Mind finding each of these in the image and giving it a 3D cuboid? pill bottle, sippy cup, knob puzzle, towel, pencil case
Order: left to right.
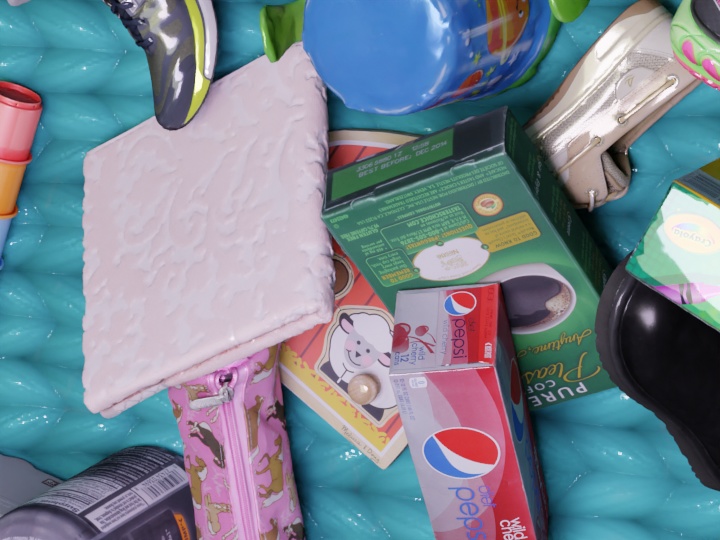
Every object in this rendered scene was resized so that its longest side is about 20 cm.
[{"bbox_3d":[-0.178,0.188,1.576,0.106,0.200,0.107,6,105,24],"label":"pill bottle"},{"bbox_3d":[-0.094,-0.025,1.519,0.191,0.032,0.201,-25,51,30],"label":"towel"},{"bbox_3d":[-0.076,0.131,1.569,0.083,0.086,0.201,8,115,38],"label":"pencil case"},{"bbox_3d":[0.000,0.000,1.542,0.219,0.030,0.221,6,105,24],"label":"knob puzzle"},{"bbox_3d":[0.034,-0.150,1.427,0.140,0.130,0.178,47,121,4],"label":"sippy cup"}]

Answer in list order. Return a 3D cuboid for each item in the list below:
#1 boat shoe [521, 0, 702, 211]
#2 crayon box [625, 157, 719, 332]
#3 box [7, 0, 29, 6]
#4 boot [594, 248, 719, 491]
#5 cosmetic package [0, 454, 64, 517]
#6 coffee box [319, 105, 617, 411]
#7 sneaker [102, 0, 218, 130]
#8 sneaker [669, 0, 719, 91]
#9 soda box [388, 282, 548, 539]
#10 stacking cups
[{"bbox_3d":[0.127,-0.066,1.445,0.065,0.072,0.200,44,111,11],"label":"boat shoe"},{"bbox_3d":[0.233,-0.010,1.333,0.119,0.200,0.058,33,112,15],"label":"crayon box"},{"bbox_3d":[-0.141,-0.269,1.442,0.199,0.106,0.153,-25,90,-17],"label":"box"},{"bbox_3d":[0.234,0.071,1.355,0.158,0.211,0.080,18,68,45],"label":"boot"},{"bbox_3d":[-0.267,0.229,1.694,0.106,0.090,0.201,17,112,24],"label":"cosmetic package"},{"bbox_3d":[0.075,0.003,1.437,0.123,0.044,0.200,-19,129,23],"label":"coffee box"},{"bbox_3d":[-0.144,-0.183,1.528,0.074,0.081,0.201,171,85,-68],"label":"sneaker"},{"bbox_3d":[0.270,-0.111,1.359,0.199,0.077,0.084,28,89,2],"label":"sneaker"},{"bbox_3d":[0.067,0.101,1.456,0.063,0.070,0.200,-6,135,11],"label":"soda box"},{"bbox_3d":[-0.258,-0.026,1.641,0.060,0.060,0.201,27,112,17],"label":"stacking cups"}]
